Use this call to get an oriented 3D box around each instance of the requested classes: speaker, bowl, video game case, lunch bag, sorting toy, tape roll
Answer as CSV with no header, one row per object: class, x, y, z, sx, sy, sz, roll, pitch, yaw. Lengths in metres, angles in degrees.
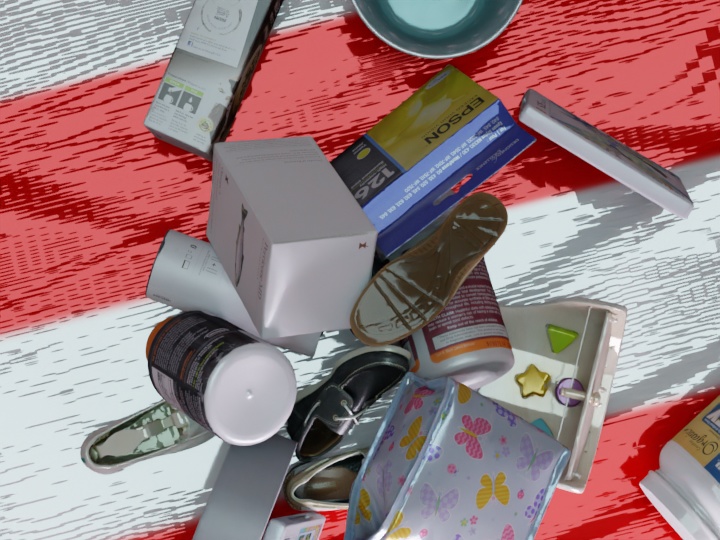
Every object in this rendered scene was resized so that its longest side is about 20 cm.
speaker,-0.127,0.025,1.650,0.198,0.081,0.082,19,88,-1
bowl,0.079,-0.322,1.650,0.198,0.105,0.203,0,88,-1
video game case,0.258,-0.128,1.611,0.199,0.182,0.022,31,104,0
lunch bag,0.085,0.226,1.515,0.169,0.127,0.202,29,76,-22
sorting toy,0.181,0.119,1.650,0.178,0.107,0.202,14,87,12
video game case,-0.100,0.353,1.593,0.023,0.182,0.202,20,88,13
tape roll,-0.130,0.262,1.585,0.066,0.200,0.202,21,88,-1

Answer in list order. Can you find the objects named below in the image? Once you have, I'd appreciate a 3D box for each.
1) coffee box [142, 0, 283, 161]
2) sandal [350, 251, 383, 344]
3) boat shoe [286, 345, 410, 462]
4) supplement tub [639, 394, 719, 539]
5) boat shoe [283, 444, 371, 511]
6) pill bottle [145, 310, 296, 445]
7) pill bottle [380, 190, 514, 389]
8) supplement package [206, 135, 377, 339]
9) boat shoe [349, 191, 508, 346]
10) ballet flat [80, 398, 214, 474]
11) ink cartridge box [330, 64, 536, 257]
coffee box,-0.156,-0.228,1.640,0.079,0.113,0.202,23,89,0
sandal,0.000,-0.001,1.617,0.042,0.201,0.077,2,131,-30
boat shoe,-0.011,0.139,1.601,0.071,0.200,0.068,19,51,-29
supplement tub,0.412,0.207,1.623,0.200,0.145,0.145,-42,90,-2
boat shoe,0.015,0.226,1.653,0.198,0.068,0.076,-15,89,-1
pill bottle,-0.154,0.103,1.570,0.105,0.199,0.108,-8,106,-29
pill bottle,0.085,0.023,1.619,0.113,0.114,0.202,-15,71,-1
supplement package,-0.075,-0.038,1.569,0.116,0.200,0.118,-6,125,-22
boat shoe,0.070,0.006,1.533,0.200,0.065,0.071,-41,84,-10
ballet flat,-0.213,0.170,1.653,0.198,0.069,0.070,-24,89,-2
ink cartridge box,0.062,-0.121,1.603,0.197,0.200,0.047,-38,116,-2
